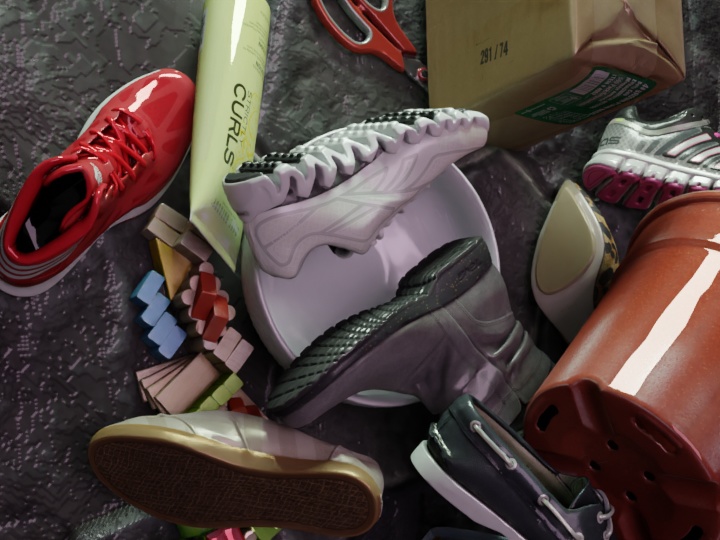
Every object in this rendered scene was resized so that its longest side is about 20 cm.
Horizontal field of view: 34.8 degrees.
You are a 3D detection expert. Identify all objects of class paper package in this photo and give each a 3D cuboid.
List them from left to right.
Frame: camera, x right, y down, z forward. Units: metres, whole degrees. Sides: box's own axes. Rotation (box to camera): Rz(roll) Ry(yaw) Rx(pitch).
[{"bbox_3d":[0.138,-0.207,0.867,0.103,0.200,0.193,4,79,-27],"label":"paper package"}]

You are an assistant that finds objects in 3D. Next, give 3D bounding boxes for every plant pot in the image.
[{"bbox_3d":[0.224,0.081,0.794,0.195,0.200,0.202,-40,100,-34],"label":"plant pot"}]

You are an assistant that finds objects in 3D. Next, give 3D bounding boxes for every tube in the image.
[{"bbox_3d":[-0.093,-0.104,0.807,0.058,0.052,0.202,18,59,-28],"label":"tube"}]

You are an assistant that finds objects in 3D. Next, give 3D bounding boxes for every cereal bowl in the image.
[{"bbox_3d":[0.000,0.000,0.846,0.198,0.083,0.202,3,82,-24],"label":"cereal bowl"}]

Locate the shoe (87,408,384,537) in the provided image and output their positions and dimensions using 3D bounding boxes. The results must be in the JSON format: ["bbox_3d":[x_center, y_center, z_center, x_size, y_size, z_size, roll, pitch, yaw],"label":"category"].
[{"bbox_3d":[-0.080,0.131,0.759,0.198,0.053,0.071,9,117,7],"label":"shoe"}]

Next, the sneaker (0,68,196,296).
[{"bbox_3d":[-0.163,-0.066,0.762,0.078,0.115,0.201,40,69,-15],"label":"sneaker"}]

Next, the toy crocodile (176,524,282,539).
[{"bbox_3d":[-0.128,0.206,0.771,0.199,0.062,0.068,-25,94,-25],"label":"toy crocodile"}]

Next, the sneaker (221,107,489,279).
[{"bbox_3d":[0.004,-0.058,0.780,0.199,0.075,0.082,-23,105,-24],"label":"sneaker"}]

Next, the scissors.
[{"bbox_3d":[0.036,-0.161,0.926,0.073,0.014,0.201,-42,102,-26],"label":"scissors"}]

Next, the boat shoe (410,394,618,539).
[{"bbox_3d":[0.127,0.157,0.739,0.199,0.076,0.061,35,101,-9],"label":"boat shoe"}]

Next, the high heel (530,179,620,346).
[{"bbox_3d":[0.208,0.033,0.967,0.142,0.071,0.202,26,55,-47],"label":"high heel"}]

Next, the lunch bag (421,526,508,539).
[{"bbox_3d":[0.113,0.277,0.797,0.127,0.200,0.170,-39,99,-23],"label":"lunch bag"}]

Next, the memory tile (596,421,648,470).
[{"bbox_3d":[0.268,0.159,0.879,0.153,0.017,0.200,40,46,11],"label":"memory tile"}]

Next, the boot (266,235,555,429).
[{"bbox_3d":[0.044,0.079,0.777,0.199,0.070,0.132,-35,104,-20],"label":"boot"}]

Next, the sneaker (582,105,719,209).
[{"bbox_3d":[0.293,-0.092,0.972,0.198,0.074,0.088,13,68,11],"label":"sneaker"}]

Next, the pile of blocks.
[{"bbox_3d":[-0.115,0.051,0.798,0.082,0.062,0.202,-19,91,-26],"label":"pile of blocks"}]
